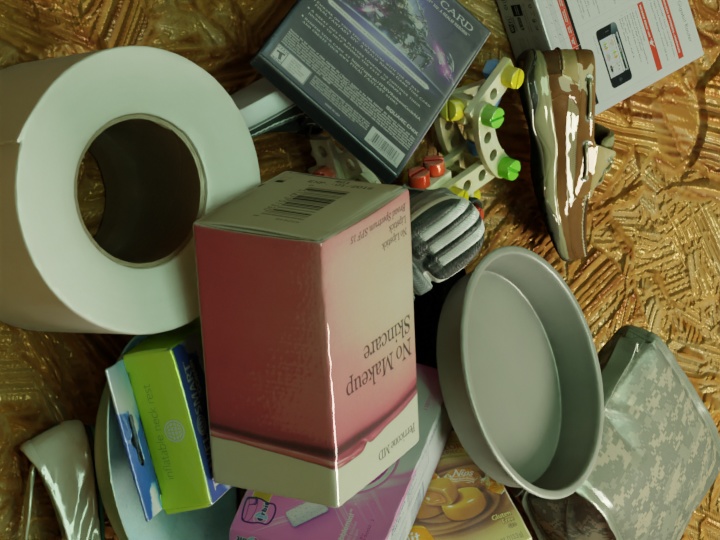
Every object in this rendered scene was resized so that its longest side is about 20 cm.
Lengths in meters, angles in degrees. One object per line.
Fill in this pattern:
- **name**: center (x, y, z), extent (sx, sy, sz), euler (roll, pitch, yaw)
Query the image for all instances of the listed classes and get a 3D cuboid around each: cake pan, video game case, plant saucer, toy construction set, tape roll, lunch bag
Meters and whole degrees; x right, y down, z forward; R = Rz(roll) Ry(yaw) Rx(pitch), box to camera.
- **cake pan**: center (0.124, 0.082, 1.671), extent (0.200, 0.037, 0.201), euler (25, 58, -47)
- **video game case**: center (0.012, -0.176, 1.683), extent (0.143, 0.019, 0.200), euler (41, 47, -9)
- **plant saucer**: center (-0.152, 0.144, 1.582), extent (0.201, 0.039, 0.202), euler (-11, 90, -68)
- **toy construction set**: center (0.052, -0.085, 1.741), extent (0.200, 0.092, 0.131), euler (-24, 129, -27)
- **tape roll**: center (-0.190, -0.055, 1.526), extent (0.202, 0.139, 0.204), euler (0, 89, -37)
- **lunch bag**: center (0.215, 0.159, 1.820), extent (0.164, 0.117, 0.200), euler (-56, 144, -24)

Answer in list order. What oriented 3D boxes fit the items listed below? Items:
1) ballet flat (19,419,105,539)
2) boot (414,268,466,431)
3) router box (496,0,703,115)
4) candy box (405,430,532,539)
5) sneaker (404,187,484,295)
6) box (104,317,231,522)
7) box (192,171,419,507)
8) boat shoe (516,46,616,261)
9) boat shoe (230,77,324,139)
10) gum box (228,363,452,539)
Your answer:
- **ballet flat**: center (-0.212, 0.211, 1.563), extent (0.069, 0.069, 0.201), euler (-11, 92, -37)
- **boot**: center (0.098, 0.057, 1.761), extent (0.168, 0.076, 0.201), euler (-10, 120, -36)
- **router box**: center (0.203, -0.249, 1.884), extent (0.179, 0.049, 0.201), euler (-29, 107, -34)
- **candy box**: center (0.019, 0.209, 1.656), extent (0.199, 0.116, 0.055), euler (-20, 144, -12)
- **sneaker**: center (0.000, 0.000, 1.646), extent (0.200, 0.116, 0.075), euler (-31, 111, 1)
- **box**: center (-0.115, 0.095, 1.582), extent (0.200, 0.048, 0.122), euler (-39, 116, -66)
- **box**: center (-0.035, 0.046, 1.507), extent (0.128, 0.109, 0.201), euler (-34, 126, -53)
- **boat shoe**: center (0.182, -0.099, 1.814), extent (0.074, 0.076, 0.200), euler (-12, 125, 0)
- **boat shoe**: center (-0.034, -0.138, 1.692), extent (0.200, 0.069, 0.057), euler (-31, 107, -36)
- **gum box**: center (-0.012, 0.157, 1.620), extent (0.066, 0.113, 0.200), euler (87, 23, -50)
